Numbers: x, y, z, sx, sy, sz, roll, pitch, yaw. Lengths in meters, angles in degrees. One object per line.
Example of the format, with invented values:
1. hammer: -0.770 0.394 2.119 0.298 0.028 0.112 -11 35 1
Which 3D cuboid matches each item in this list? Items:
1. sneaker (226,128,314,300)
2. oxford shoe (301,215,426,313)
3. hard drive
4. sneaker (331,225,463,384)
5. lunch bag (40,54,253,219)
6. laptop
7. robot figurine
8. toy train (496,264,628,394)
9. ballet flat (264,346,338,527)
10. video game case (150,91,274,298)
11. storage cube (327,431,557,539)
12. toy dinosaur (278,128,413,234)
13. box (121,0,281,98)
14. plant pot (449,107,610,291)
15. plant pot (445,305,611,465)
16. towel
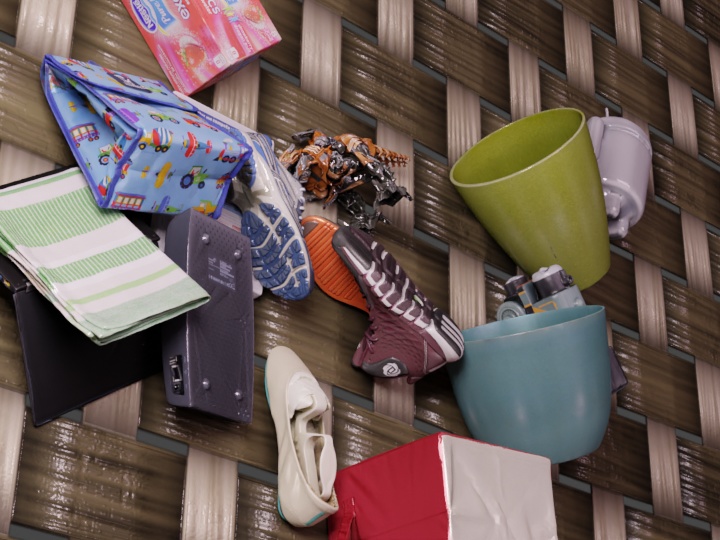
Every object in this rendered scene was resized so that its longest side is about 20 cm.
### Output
1. sneaker: -0.088 -0.066 1.666 0.085 0.077 0.201 -17 83 -52
2. oxford shoe: 0.000 0.000 1.765 0.200 0.071 0.073 43 21 -22
3. hard drive: -0.154 0.050 1.550 0.135 0.042 0.201 28 57 -61
4. sneaker: 0.013 0.053 1.705 0.200 0.115 0.076 46 23 -9
5. lunch bag: -0.232 -0.149 1.559 0.150 0.094 0.200 5 33 -47
6. laptop: -0.294 0.016 1.492 0.200 0.116 0.187 42 37 20
7. robot figurine: 0.344 -0.133 2.127 0.170 0.112 0.201 64 33 -42
8. toy train: 0.252 0.090 1.920 0.085 0.114 0.201 -20 85 -48
9. ballet flat: -0.056 0.168 1.610 0.069 0.069 0.201 11 62 -41
10. video game case: -0.160 -0.083 1.671 0.143 0.018 0.201 25 54 -34
11. storage cube: 0.087 0.286 1.607 0.199 0.179 0.172 19 57 -39
12. toy dinosaur: -0.010 -0.118 1.790 0.199 0.102 0.136 -25 70 -27
13. box: -0.193 -0.308 1.696 0.103 0.094 0.201 -37 97 -48
14. plant pot: 0.239 -0.074 1.965 0.187 0.186 0.201 -50 120 -46
15. plant pot: 0.204 0.141 1.794 0.200 0.200 0.162 -14 92 -47
16. towel: -0.257 -0.018 1.439 0.200 0.023 0.152 42 37 20
